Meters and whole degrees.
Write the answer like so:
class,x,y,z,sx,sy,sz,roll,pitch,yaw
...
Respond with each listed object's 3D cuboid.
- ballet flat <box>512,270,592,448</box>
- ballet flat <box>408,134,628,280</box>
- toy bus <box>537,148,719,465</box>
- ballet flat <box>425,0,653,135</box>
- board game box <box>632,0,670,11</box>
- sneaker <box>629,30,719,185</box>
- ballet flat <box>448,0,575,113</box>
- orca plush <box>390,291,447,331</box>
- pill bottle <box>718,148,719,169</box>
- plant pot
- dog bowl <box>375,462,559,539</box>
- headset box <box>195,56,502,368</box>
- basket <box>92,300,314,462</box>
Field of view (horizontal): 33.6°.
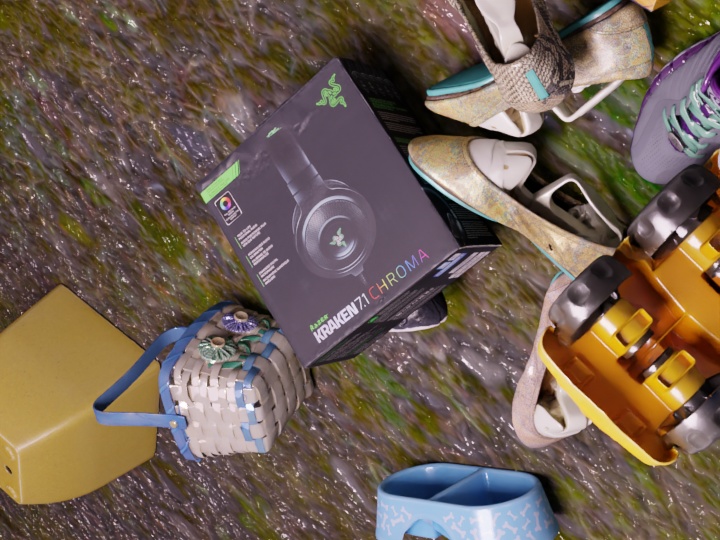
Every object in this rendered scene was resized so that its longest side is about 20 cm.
class,x,y,z,sx,sy,sz,roll,pitch,yaw
ballet flat,0.170,0.092,0.994,0.067,0.068,0.201,-118,22,-49
ballet flat,0.132,-0.059,0.913,0.199,0.071,0.071,35,140,-4
toy bus,0.211,0.039,0.832,0.136,0.200,0.192,46,167,8
ballet flat,0.128,-0.135,0.870,0.199,0.071,0.071,-19,104,47
board game box,0.146,-0.289,0.760,0.200,0.057,0.166,36,139,20
sneaker,0.228,-0.116,0.780,0.074,0.087,0.200,46,140,9
ballet flat,0.089,-0.194,0.809,0.075,0.068,0.201,44,-158,-50
orca plush,0.000,0.000,1.087,0.200,0.105,0.071,32,144,60
pill bottle,0.312,-0.045,0.682,0.199,0.113,0.112,28,139,-5
plant pot,-0.397,0.180,1.526,0.194,0.200,0.196,34,136,22
dog bowl,0.097,0.228,1.149,0.199,0.111,0.050,-1,103,46
headset box,-0.015,-0.052,0.987,0.174,0.093,0.201,-37,75,23
basket,-0.163,0.113,1.273,0.199,0.177,0.140,-3,118,25
